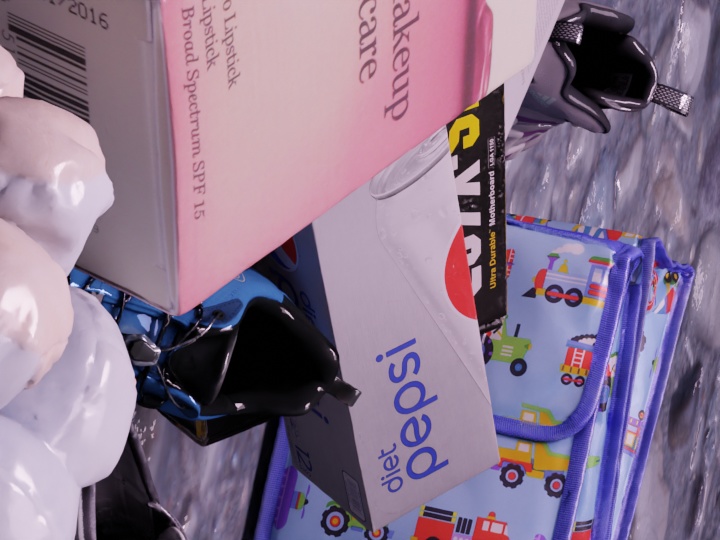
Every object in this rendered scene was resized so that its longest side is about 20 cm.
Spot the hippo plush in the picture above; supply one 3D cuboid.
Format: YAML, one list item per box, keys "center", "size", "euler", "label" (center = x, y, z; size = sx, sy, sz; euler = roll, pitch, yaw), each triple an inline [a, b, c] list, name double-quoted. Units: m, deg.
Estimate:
- center: [-0.120, 0.043, 0.824]
  size: [0.161, 0.159, 0.200]
  euler: [49, 50, -43]
  label: "hippo plush"

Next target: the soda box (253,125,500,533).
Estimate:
- center: [0.000, 0.000, 1.090]
  size: [0.068, 0.063, 0.200]
  euler: [-27, 127, -23]
  label: "soda box"

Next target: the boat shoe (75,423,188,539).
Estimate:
- center: [-0.099, 0.117, 1.090]
  size: [0.200, 0.068, 0.072]
  euler: [80, 28, -42]
  label: "boat shoe"

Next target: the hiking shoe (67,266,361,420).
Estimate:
- center: [-0.085, 0.012, 0.998]
  size: [0.200, 0.087, 0.075]
  euler: [6, 106, -51]
  label: "hiking shoe"

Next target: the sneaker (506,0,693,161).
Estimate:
- center: [0.109, -0.095, 1.451]
  size: [0.200, 0.140, 0.078]
  euler: [25, 75, -69]
  label: "sneaker"

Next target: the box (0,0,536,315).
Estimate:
- center: [-0.038, -0.097, 0.940]
  size: [0.200, 0.109, 0.128]
  euler: [-37, 139, -38]
  label: "box"

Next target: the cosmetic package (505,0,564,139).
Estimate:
- center: [0.036, -0.131, 1.300]
  size: [0.074, 0.101, 0.200]
  euler: [76, 29, -47]
  label: "cosmetic package"

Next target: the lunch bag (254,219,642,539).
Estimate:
- center: [0.048, 0.058, 1.325]
  size: [0.094, 0.150, 0.200]
  euler: [9, 91, -71]
  label: "lunch bag"

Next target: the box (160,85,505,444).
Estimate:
- center: [-0.016, -0.046, 1.140]
  size: [0.159, 0.049, 0.200]
  euler: [-21, 125, -30]
  label: "box"

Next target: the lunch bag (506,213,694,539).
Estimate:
- center: [0.071, 0.076, 1.412]
  size: [0.094, 0.150, 0.200]
  euler: [28, 72, -68]
  label: "lunch bag"
